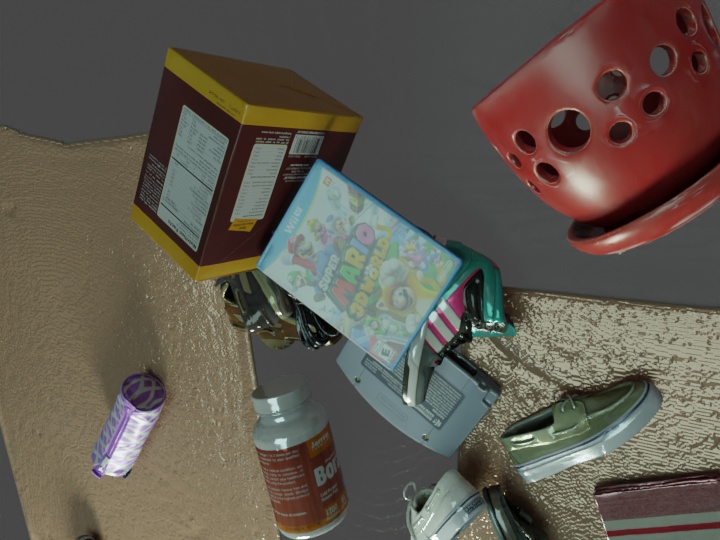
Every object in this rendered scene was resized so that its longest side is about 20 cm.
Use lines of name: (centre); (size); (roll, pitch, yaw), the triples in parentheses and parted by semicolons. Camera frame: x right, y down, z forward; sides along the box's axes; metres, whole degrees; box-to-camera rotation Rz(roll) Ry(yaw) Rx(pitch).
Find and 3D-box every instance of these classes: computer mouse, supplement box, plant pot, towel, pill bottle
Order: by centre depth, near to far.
plant pot: (0.227, -0.134, 0.517); (0.199, 0.201, 0.184); (-37, 95, 29)
towel: (0.368, 0.333, 0.676); (0.141, 0.023, 0.205); (-17, 98, 27)
supplement box: (-0.132, -0.121, 0.686); (0.132, 0.195, 0.203); (37, 117, 24)
computer mouse: (0.000, 0.000, 0.720); (0.195, 0.053, 0.142); (-19, 105, 1)
pill bottle: (-0.089, 0.258, 0.831); (0.110, 0.112, 0.206); (-9, 101, 28)

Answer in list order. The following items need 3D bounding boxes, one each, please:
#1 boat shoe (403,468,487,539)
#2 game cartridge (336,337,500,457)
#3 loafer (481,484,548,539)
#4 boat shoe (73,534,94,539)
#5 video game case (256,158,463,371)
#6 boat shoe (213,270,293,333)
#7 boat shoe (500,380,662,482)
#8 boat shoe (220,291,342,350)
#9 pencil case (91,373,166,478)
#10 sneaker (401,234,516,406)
boat shoe: (0.092, 0.315, 0.766); (0.087, 0.073, 0.204); (51, 148, 27)
game cartridge: (0.067, 0.140, 0.764); (0.199, 0.041, 0.135); (39, 122, 12)
loafer: (0.218, 0.352, 0.738); (0.062, 0.072, 0.204); (-25, 97, 11)
boat shoe: (-0.546, 0.643, 1.192); (0.067, 0.073, 0.206); (9, 100, 38)
video game case: (-0.005, -0.008, 0.650); (0.198, 0.018, 0.145); (36, 101, 11)
boat shoe: (-0.160, 0.006, 0.771); (0.200, 0.073, 0.075); (46, 168, 47)
boat shoe: (0.242, 0.176, 0.665); (0.062, 0.072, 0.200); (48, 122, 3)
boat shoe: (-0.110, 0.069, 0.816); (0.196, 0.075, 0.076); (16, 117, 30)
pencil case: (-0.403, 0.269, 1.008); (0.083, 0.085, 0.202); (37, 116, 10)
sneaker: (0.118, 0.071, 0.678); (0.117, 0.084, 0.206); (13, 103, 7)
